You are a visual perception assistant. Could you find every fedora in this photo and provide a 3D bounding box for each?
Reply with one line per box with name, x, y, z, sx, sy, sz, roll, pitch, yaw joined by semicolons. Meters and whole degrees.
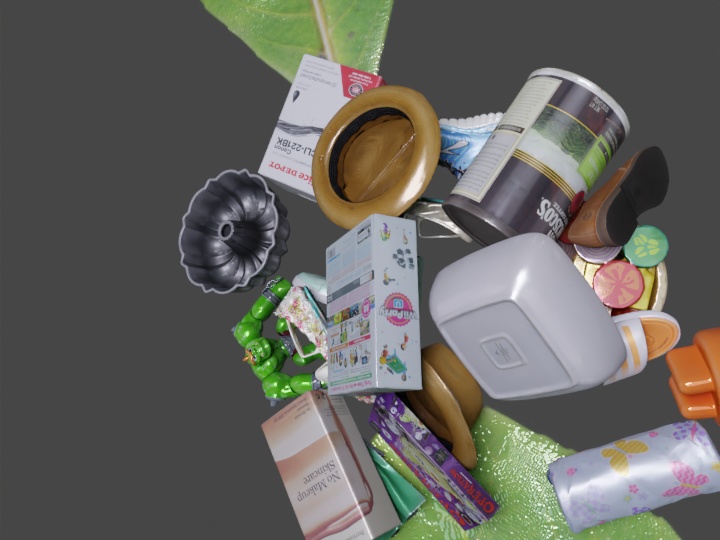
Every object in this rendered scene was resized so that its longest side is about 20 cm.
fedora;0.104;0.166;0.752;0.081;0.202;0.201;-33;69;-25
fedora;0.028;-0.145;0.764;0.198;0.081;0.204;-5;79;30

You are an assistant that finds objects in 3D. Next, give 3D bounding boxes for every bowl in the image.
bowl;0.181;0.075;0.662;0.201;0.075;0.199;52;142;-10

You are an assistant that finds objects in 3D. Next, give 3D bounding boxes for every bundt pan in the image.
bundt pan;-0.194;-0.055;0.908;0.199;0.076;0.206;-7;75;27

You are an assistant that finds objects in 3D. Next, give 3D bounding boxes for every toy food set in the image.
toy food set;0.296;0.009;0.739;0.197;0.049;0.201;13;88;22

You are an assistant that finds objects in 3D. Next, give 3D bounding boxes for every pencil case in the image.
pencil case;0.330;0.251;0.677;0.198;0.083;0.091;-25;110;16

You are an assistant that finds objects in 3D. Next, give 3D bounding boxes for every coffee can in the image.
coffee can;0.216;-0.124;0.705;0.146;0.146;0.201;34;90;20

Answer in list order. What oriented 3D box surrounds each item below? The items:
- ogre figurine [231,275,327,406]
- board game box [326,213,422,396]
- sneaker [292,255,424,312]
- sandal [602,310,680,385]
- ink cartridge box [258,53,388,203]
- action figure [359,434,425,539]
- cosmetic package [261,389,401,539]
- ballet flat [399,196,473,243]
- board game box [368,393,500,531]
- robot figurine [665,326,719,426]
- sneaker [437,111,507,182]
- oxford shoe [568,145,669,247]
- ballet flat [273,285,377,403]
ogre figurine;-0.118;0.119;0.862;0.119;0.098;0.202;-32;89;-5
board game box;0.011;0.051;0.705;0.147;0.063;0.204;150;123;-61
sneaker;0.000;0.000;0.837;0.197;0.074;0.120;13;94;13
sandal;0.288;0.111;0.695;0.204;0.060;0.080;-17;121;25
ink cartridge box;-0.052;-0.210;0.877;0.143;0.084;0.203;23;92;21
action figure;-0.003;0.287;0.816;0.118;0.055;0.200;-48;64;11
cosmetic package;-0.043;0.275;0.760;0.103;0.087;0.202;-38;65;18
ballet flat;0.078;-0.083;0.825;0.197;0.067;0.063;15;99;22
board game box;0.090;0.255;0.753;0.032;0.121;0.200;-39;70;-19
robot figurine;0.458;0.113;0.629;0.197;0.116;0.146;-12;80;19
sneaker;0.133;-0.168;0.808;0.197;0.078;0.092;-3;86;20
oxford shoe;0.322;-0.095;0.700;0.071;0.199;0.072;-10;113;57
ballet flat;-0.051;0.114;0.794;0.064;0.076;0.201;-35;84;-2
